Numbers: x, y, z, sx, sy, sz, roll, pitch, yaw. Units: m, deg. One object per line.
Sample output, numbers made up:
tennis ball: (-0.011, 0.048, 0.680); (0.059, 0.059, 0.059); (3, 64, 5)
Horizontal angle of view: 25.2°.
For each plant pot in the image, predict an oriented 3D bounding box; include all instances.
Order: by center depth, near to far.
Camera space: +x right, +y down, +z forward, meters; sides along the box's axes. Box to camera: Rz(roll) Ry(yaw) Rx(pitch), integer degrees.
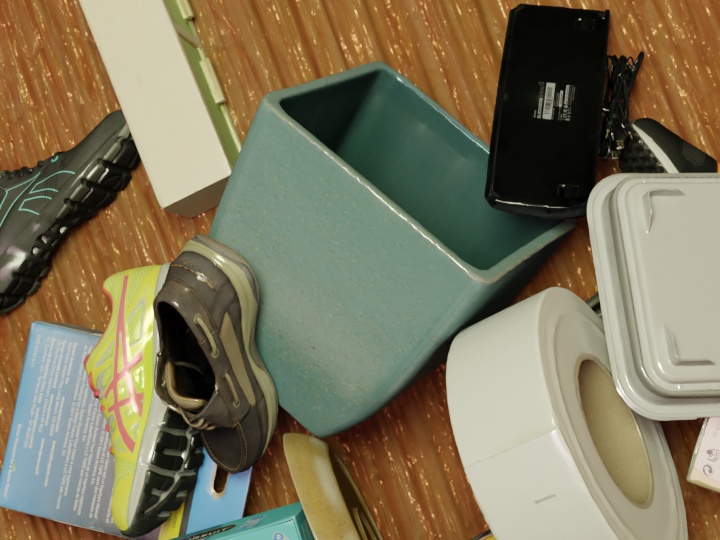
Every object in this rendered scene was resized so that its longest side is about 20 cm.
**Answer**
plant pot: (0.001, 0.200, 1.126); (0.027, 0.200, 0.202); (-25, 81, 2)
plant pot: (0.000, 0.000, 1.145); (0.196, 0.195, 0.201); (39, 117, 12)

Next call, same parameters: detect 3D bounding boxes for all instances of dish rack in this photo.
dish rack: (0.257, 0.008, 1.067); (0.197, 0.044, 0.174); (-1, 69, -15)

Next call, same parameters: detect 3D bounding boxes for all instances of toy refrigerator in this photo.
toy refrigerator: (-0.149, -0.149, 1.245); (0.069, 0.076, 0.202); (-24, 81, 10)

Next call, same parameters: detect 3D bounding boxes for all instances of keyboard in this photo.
keyboard: (0.148, -0.108, 1.157); (0.103, 0.040, 0.202); (7, 54, 7)

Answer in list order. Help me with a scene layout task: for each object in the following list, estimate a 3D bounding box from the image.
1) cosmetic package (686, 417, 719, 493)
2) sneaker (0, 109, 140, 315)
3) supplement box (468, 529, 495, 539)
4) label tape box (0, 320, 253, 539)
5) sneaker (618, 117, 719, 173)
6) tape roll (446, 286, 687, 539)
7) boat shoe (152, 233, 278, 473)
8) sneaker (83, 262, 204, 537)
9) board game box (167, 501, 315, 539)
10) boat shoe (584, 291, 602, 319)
cosmetic package: (0.330, 0.142, 1.104); (0.198, 0.103, 0.074); (20, 91, 15)
sneaker: (-0.253, -0.058, 1.263); (0.079, 0.075, 0.200); (45, 96, 14)
supplement box: (0.117, 0.283, 1.128); (0.102, 0.131, 0.202); (-27, 82, 8)
label tape box: (-0.167, 0.130, 1.236); (0.197, 0.063, 0.146); (12, 88, 12)
sneaker: (0.271, -0.039, 1.157); (0.089, 0.070, 0.201); (-30, 70, -20)
tape roll: (0.136, 0.116, 1.042); (0.070, 0.202, 0.205); (-25, 81, 24)
boat shoe: (-0.109, 0.068, 1.101); (0.074, 0.202, 0.073); (23, 47, 32)
sneaker: (-0.163, 0.091, 1.174); (0.089, 0.078, 0.203); (4, 80, 20)
board game box: (-0.107, 0.262, 1.124); (0.198, 0.047, 0.153); (-17, 93, 14)
boat shoe: (0.162, 0.056, 1.152); (0.200, 0.057, 0.067); (-44, 70, 20)
